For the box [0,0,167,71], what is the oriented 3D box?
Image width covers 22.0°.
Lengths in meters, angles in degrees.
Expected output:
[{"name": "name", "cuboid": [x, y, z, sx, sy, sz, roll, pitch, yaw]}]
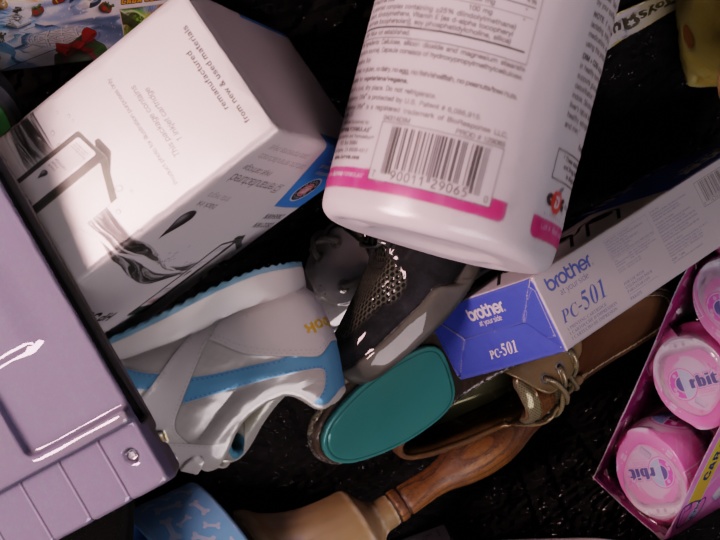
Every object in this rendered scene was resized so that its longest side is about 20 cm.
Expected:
[{"name": "box", "cuboid": [-0.174, -0.155, 0.840, 0.199, 0.040, 0.137, -8, 133, -15]}]

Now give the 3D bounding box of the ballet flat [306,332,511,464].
[{"name": "ballet flat", "cuboid": [0.046, 0.042, 1.066, 0.199, 0.075, 0.068, -29, 129, -13]}]

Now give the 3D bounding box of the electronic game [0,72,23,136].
[{"name": "electronic game", "cuboid": [-0.254, -0.053, 0.855, 0.199, 0.042, 0.200, -13, 156, -6]}]

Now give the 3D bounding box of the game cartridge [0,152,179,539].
[{"name": "game cartridge", "cuboid": [-0.184, 0.033, 0.819, 0.129, 0.038, 0.201, -29, 95, 8]}]

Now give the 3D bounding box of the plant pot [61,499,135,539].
[{"name": "plant pot", "cuboid": [-0.241, 0.176, 1.009, 0.199, 0.178, 0.200, 27, 117, -37]}]

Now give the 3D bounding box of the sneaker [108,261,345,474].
[{"name": "sneaker", "cuboid": [-0.104, 0.071, 0.941, 0.199, 0.081, 0.076, -27, 174, 12]}]

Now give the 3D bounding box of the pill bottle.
[{"name": "pill bottle", "cuboid": [0.059, -0.108, 0.871, 0.113, 0.113, 0.201, 18, 85, -33]}]

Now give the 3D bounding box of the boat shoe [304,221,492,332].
[{"name": "boat shoe", "cuboid": [0.000, 0.000, 1.037, 0.199, 0.071, 0.070, -22, 109, 1]}]

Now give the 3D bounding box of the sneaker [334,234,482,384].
[{"name": "sneaker", "cuboid": [0.023, -0.044, 0.963, 0.114, 0.076, 0.200, 36, 85, -16]}]

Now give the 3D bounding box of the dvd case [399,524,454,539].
[{"name": "dvd case", "cuboid": [-0.022, 0.255, 1.276, 0.199, 0.018, 0.143, -19, 134, -7]}]

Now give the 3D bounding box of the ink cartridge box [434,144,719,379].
[{"name": "ink cartridge box", "cuboid": [0.138, -0.011, 1.001, 0.200, 0.044, 0.094, -30, -174, -35]}]

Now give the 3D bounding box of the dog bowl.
[{"name": "dog bowl", "cuboid": [-0.078, 0.212, 1.146, 0.049, 0.111, 0.201, -37, 126, -16]}]

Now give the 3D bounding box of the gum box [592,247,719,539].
[{"name": "gum box", "cuboid": [0.232, 0.058, 1.145, 0.113, 0.066, 0.201, -20, 140, -42]}]

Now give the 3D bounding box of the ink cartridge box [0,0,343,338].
[{"name": "ink cartridge box", "cuboid": [-0.114, -0.034, 0.894, 0.200, 0.084, 0.146, -37, 170, 13]}]

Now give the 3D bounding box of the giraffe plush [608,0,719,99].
[{"name": "giraffe plush", "cuboid": [0.230, -0.130, 0.940, 0.200, 0.162, 0.172, -41, 132, 15]}]

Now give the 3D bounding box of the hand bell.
[{"name": "hand bell", "cuboid": [0.029, 0.144, 1.171, 0.199, 0.104, 0.104, -32, 135, -11]}]

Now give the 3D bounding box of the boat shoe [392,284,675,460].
[{"name": "boat shoe", "cuboid": [0.098, 0.062, 1.117, 0.199, 0.074, 0.076, -23, 134, -2]}]

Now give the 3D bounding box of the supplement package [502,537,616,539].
[{"name": "supplement package", "cuboid": [0.174, 0.252, 1.195, 0.199, 0.148, 0.191, 10, 167, -36]}]
